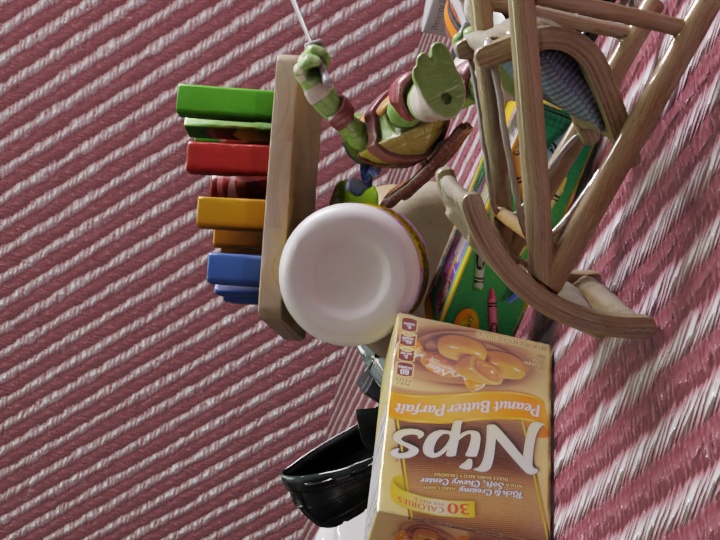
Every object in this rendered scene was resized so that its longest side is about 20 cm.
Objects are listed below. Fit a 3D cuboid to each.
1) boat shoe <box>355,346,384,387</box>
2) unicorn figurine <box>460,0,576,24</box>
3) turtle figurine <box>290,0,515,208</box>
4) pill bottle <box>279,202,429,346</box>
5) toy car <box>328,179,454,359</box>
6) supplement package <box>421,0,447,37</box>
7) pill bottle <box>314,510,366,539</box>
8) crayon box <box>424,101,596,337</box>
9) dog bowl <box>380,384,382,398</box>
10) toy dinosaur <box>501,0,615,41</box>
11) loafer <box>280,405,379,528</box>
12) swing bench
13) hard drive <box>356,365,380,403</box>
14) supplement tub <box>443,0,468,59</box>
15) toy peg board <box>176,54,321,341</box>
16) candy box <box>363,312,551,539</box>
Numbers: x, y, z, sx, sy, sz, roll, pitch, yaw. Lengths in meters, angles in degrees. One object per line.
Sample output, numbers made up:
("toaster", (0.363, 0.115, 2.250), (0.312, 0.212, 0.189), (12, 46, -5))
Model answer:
("boat shoe", (0.013, 0.051, 1.671), (0.073, 0.062, 0.200), (-49, 34, 9))
("unicorn figurine", (0.129, -0.186, 1.444), (0.138, 0.073, 0.201), (92, 159, -49))
("turtle figurine", (0.033, -0.158, 1.344), (0.194, 0.143, 0.201), (-6, 65, 61))
("pill bottle", (0.000, 0.000, 1.404), (0.200, 0.104, 0.105), (-26, -52, -84))
("toy car", (0.028, -0.012, 1.625), (0.200, 0.163, 0.159), (-145, 67, -71))
("supplement package", (0.137, -0.338, 1.749), (0.201, 0.110, 0.156), (105, 176, -51))
("pill bottle", (-0.002, 0.311, 1.821), (0.201, 0.108, 0.110), (105, 175, -49))
("crayon box", (0.109, -0.036, 1.364), (0.119, 0.058, 0.201), (-90, 21, -74))
("dog bowl", (0.067, 0.136, 1.328), (0.200, 0.111, 0.050), (-83, -7, -57))
("toy dinosaur", (0.152, -0.229, 1.289), (0.136, 0.102, 0.200), (-58, -24, 4))
("loafer", (0.023, 0.144, 1.550), (0.200, 0.070, 0.068), (-34, 29, 13))
("swing bench", (0.113, -0.077, 1.071), (0.199, 0.129, 0.201), (-111, 33, -83))
("hard drive", (0.064, 0.038, 1.764), (0.201, 0.038, 0.140), (-60, 3, -2))
("supplement tub", (0.130, -0.242, 1.559), (0.200, 0.106, 0.107), (107, 174, -54))
("toy peg board", (-0.093, -0.054, 1.464), (0.200, 0.097, 0.201), (61, -147, -82))
("candy box", (0.068, 0.121, 1.238), (0.201, 0.115, 0.056), (-82, 5, -52))
